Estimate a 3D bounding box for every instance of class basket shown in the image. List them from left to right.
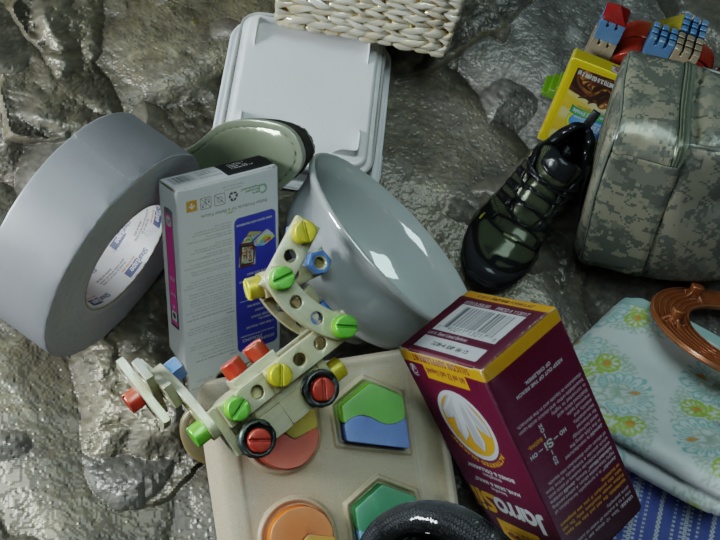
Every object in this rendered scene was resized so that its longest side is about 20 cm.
[{"bbox_3d":[0.024,-0.340,1.176,0.197,0.161,0.201,11,44,-3],"label":"basket"}]

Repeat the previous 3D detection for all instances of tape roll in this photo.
[{"bbox_3d":[-0.217,-0.028,0.971,0.066,0.200,0.200,34,62,9],"label":"tape roll"}]

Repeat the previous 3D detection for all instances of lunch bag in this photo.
[{"bbox_3d":[0.298,-0.085,1.081,0.167,0.200,0.140,14,50,7],"label":"lunch bag"}]

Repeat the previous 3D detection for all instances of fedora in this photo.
[{"bbox_3d":[0.083,0.266,0.903,0.201,0.201,0.091,51,33,18],"label":"fedora"}]

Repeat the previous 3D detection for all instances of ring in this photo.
[{"bbox_3d":[0.357,0.060,1.049,0.199,0.019,0.201,15,23,-7],"label":"ring"}]

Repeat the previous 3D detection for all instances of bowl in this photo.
[{"bbox_3d":[0.000,0.000,1.027,0.090,0.201,0.201,-42,70,17],"label":"bowl"}]

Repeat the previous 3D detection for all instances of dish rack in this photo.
[{"bbox_3d":[-0.055,-0.174,1.166,0.171,0.044,0.201,8,60,-4],"label":"dish rack"}]

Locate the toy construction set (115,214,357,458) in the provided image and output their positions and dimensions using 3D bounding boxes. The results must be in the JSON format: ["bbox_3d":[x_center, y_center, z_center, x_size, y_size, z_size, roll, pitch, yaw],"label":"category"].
[{"bbox_3d":[-0.086,0.064,0.898,0.200,0.092,0.131,-35,98,-4],"label":"toy construction set"}]

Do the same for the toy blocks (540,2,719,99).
[{"bbox_3d":[0.298,-0.200,1.176,0.199,0.137,0.100,22,56,3],"label":"toy blocks"}]

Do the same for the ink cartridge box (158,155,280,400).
[{"bbox_3d":[-0.114,0.010,0.982,0.094,0.201,0.037,-18,30,-32],"label":"ink cartridge box"}]

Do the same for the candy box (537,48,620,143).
[{"bbox_3d":[0.286,-0.137,1.164,0.199,0.102,0.026,22,43,4],"label":"candy box"}]

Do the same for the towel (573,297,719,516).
[{"bbox_3d":[0.268,0.110,1.011,0.200,0.048,0.171,27,42,30],"label":"towel"}]

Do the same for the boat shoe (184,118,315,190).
[{"bbox_3d":[-0.108,-0.094,1.037,0.060,0.201,0.072,-24,99,-47],"label":"boat shoe"}]

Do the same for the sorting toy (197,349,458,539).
[{"bbox_3d":[-0.022,0.167,0.952,0.199,0.036,0.186,-8,87,-11],"label":"sorting toy"}]

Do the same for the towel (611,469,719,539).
[{"bbox_3d":[0.297,0.227,0.950,0.199,0.024,0.145,12,57,13],"label":"towel"}]

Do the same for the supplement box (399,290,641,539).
[{"bbox_3d":[0.128,0.126,0.935,0.086,0.110,0.201,-36,114,-23],"label":"supplement box"}]

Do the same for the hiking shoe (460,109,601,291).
[{"bbox_3d":[0.160,-0.071,1.109,0.076,0.101,0.200,30,62,9],"label":"hiking shoe"}]

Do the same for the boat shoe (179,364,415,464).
[{"bbox_3d":[-0.054,0.121,1.004,0.200,0.063,0.074,-15,89,-9],"label":"boat shoe"}]
